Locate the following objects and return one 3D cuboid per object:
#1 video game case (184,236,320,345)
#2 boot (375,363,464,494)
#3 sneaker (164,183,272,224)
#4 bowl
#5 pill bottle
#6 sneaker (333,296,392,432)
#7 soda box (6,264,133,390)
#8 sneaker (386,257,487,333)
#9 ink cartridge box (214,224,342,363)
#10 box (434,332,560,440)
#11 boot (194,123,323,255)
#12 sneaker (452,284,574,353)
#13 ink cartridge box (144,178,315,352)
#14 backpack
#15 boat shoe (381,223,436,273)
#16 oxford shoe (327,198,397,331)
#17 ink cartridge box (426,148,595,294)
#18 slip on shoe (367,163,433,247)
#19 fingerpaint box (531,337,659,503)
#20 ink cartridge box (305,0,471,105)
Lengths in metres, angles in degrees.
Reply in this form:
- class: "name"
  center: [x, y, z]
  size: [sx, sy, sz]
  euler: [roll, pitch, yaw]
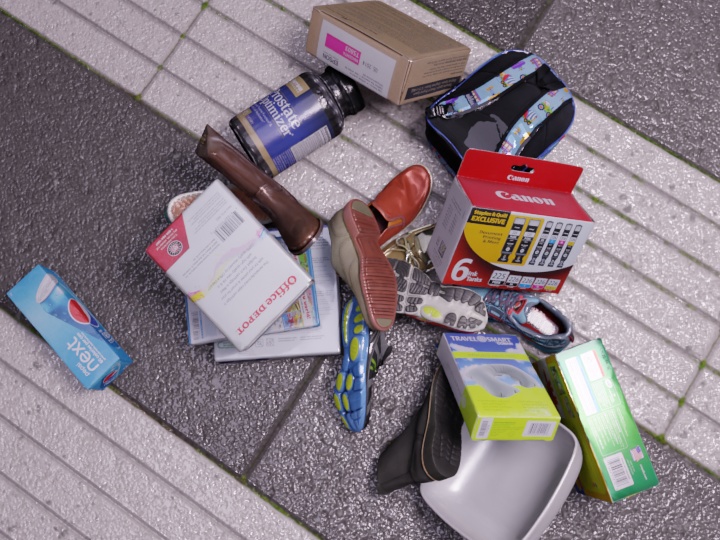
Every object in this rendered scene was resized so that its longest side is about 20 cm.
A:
- class: "video game case"
  center: [-0.167, 0.028, 1.148]
  size: [0.197, 0.018, 0.145]
  euler: [-8, 78, 1]
- class: "boot"
  center: [0.086, 0.225, 1.117]
  size: [0.077, 0.138, 0.201]
  euler: [42, 43, -17]
- class: "sneaker"
  center: [-0.209, -0.103, 1.193]
  size: [0.197, 0.080, 0.072]
  euler: [-7, 95, -21]
- class: "bowl"
  center: [0.203, 0.289, 1.061]
  size: [0.201, 0.075, 0.199]
  euler: [-53, 39, -10]
- class: "pill bottle"
  center: [-0.097, -0.239, 1.191]
  size: [0.199, 0.112, 0.112]
  euler: [-34, 79, -4]
- class: "sneaker"
  center: [0.011, 0.140, 1.127]
  size: [0.082, 0.070, 0.203]
  euler: [9, 85, -40]
- class: "soda box"
  center: [-0.446, 0.088, 1.165]
  size: [0.068, 0.064, 0.200]
  euler: [-43, 81, -6]
- class: "sneaker"
  center: [0.093, 0.048, 1.132]
  size: [0.198, 0.085, 0.078]
  euler: [25, 77, 14]
- class: "ink cartridge box"
  center: [-0.130, 0.036, 1.174]
  size: [0.196, 0.041, 0.203]
  euler: [-3, 79, 2]
- class: "box"
  center: [0.185, 0.152, 1.058]
  size: [0.120, 0.201, 0.048]
  euler: [3, 122, -14]
- class: "boot"
  center: [-0.151, -0.118, 1.075]
  size: [0.064, 0.186, 0.200]
  euler: [-46, 117, 0]
- class: "sneaker"
  center: [0.232, 0.049, 1.130]
  size: [0.198, 0.096, 0.080]
  euler: [26, 80, 7]
- class: "ink cartridge box"
  center: [-0.183, -0.004, 1.090]
  size: [0.146, 0.083, 0.200]
  euler: [-44, 88, -2]
- class: "backpack"
  center: [0.217, -0.226, 1.164]
  size: [0.199, 0.135, 0.183]
  euler: [-40, 80, -5]
- class: "boat shoe"
  center: [0.112, -0.039, 1.168]
  size: [0.198, 0.063, 0.074]
  euler: [-18, 79, 0]
- class: "oxford shoe"
  center: [0.000, 0.000, 1.104]
  size: [0.073, 0.070, 0.202]
  euler: [-30, 61, 36]
- class: "ink cartridge box"
  center: [0.218, -0.066, 1.079]
  size: [0.197, 0.177, 0.084]
  euler: [5, 36, -19]
- class: "slip on shoe"
  center: [0.040, -0.090, 1.183]
  size: [0.200, 0.061, 0.074]
  euler: [-44, 79, -8]
- class: "fingerpaint box"
  center: [0.320, 0.208, 1.059]
  size: [0.072, 0.167, 0.202]
  euler: [-18, 78, -3]
- class: "ink cartridge box"
  center: [0.041, -0.337, 1.157]
  size: [0.199, 0.076, 0.164]
  euler: [37, 40, 26]
